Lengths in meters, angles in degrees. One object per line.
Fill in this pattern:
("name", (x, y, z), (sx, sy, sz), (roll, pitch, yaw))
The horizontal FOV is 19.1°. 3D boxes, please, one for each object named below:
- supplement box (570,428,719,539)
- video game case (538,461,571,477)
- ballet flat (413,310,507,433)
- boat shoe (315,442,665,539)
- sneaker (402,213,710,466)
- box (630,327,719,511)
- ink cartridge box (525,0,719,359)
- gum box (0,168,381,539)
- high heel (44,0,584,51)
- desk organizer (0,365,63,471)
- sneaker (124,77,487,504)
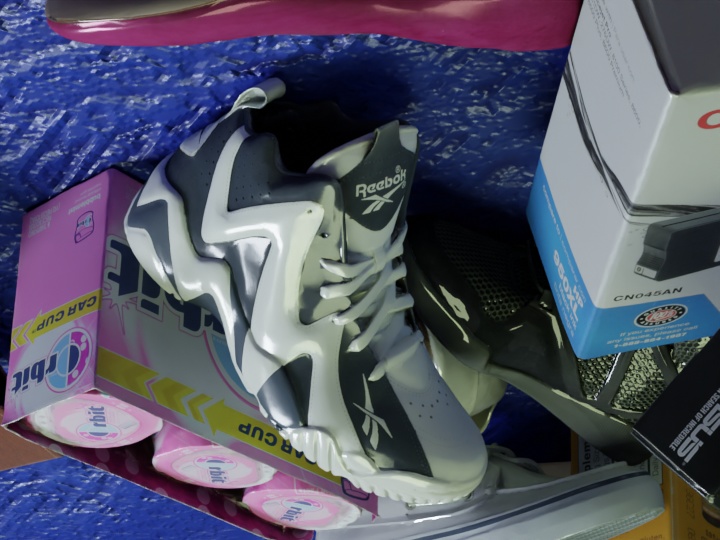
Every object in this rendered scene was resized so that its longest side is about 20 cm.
("supplement box", (0.150, 0.139, 1.100), (0.069, 0.200, 0.067), (-16, 147, 34))
("video game case", (0.073, 0.153, 1.256), (0.200, 0.024, 0.182), (0, 154, -32))
("ballet flat", (0.042, 0.060, 1.109), (0.069, 0.069, 0.200), (4, 157, -6))
("boat shoe", (0.054, 0.118, 1.081), (0.200, 0.067, 0.074), (-20, 165, 27))
("sneaker", (0.107, 0.011, 1.012), (0.199, 0.076, 0.114), (33, 122, -29))
("box", (0.203, 0.043, 0.848), (0.160, 0.044, 0.200), (-49, 147, 1))
("ink cartridge box", (0.157, -0.056, 0.852), (0.145, 0.084, 0.200), (-10, 151, -10))
("gum box", (-0.071, 0.049, 1.032), (0.066, 0.114, 0.200), (-24, 142, 36))
("high heel", (-0.015, -0.097, 0.819), (0.200, 0.067, 0.096), (-10, 138, 11))
("desk organizer", (-0.227, 0.033, 1.052), (0.077, 0.072, 0.200), (-14, 147, 19))
("sneaker", (0.000, 0.000, 0.922), (0.079, 0.199, 0.130), (-27, 162, -48))
